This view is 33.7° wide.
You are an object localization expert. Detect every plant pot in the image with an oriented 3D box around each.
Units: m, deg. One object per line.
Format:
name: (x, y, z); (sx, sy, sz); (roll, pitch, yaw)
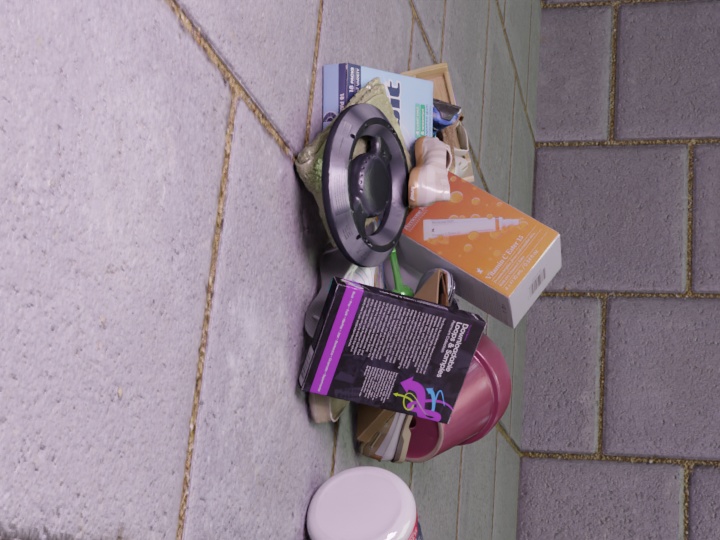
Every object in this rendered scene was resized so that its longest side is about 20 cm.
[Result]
plant pot: (0.109, 0.198, 1.829); (0.179, 0.199, 0.201); (-33, 124, -53)

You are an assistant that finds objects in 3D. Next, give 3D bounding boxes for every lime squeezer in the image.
lime squeezer: (0.047, 0.032, 1.741); (0.071, 0.038, 0.200); (50, -14, 14)

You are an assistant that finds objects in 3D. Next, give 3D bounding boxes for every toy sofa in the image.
toy sofa: (0.125, -0.227, 1.932); (0.098, 0.082, 0.201); (69, 9, -65)

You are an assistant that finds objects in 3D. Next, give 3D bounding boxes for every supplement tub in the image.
supplement tub: (0.015, 0.364, 1.535); (0.141, 0.139, 0.201); (-74, 159, -44)

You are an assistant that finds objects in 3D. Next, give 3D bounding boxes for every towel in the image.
towel: (-0.003, -0.136, 1.507); (0.200, 0.036, 0.149); (-52, 130, -38)

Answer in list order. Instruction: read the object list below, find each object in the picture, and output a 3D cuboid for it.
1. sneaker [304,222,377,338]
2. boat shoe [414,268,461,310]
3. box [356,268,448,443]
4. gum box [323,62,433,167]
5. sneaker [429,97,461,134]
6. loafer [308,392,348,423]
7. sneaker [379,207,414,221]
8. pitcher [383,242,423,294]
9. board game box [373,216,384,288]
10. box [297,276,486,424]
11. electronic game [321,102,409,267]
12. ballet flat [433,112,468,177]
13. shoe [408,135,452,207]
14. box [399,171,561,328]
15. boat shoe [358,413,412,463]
sneaker: (-0.014, 0.025, 1.529); (0.080, 0.070, 0.201); (51, 44, -39)
boat shoe: (0.113, 0.058, 1.715); (0.200, 0.070, 0.073); (113, -17, -61)
box: (0.056, 0.115, 1.603); (0.200, 0.021, 0.164); (-51, -158, 36)
gum box: (0.026, -0.182, 1.609); (0.199, 0.044, 0.171); (-1, 92, -53)
sneaker: (0.085, -0.205, 1.766); (0.200, 0.078, 0.090); (169, -66, -67)
loafer: (-0.004, 0.120, 1.543); (0.200, 0.068, 0.076); (-58, 147, -38)
sneaker: (0.037, -0.158, 1.721); (0.078, 0.077, 0.201); (-47, 134, -66)
pitcher: (0.089, -0.042, 1.868); (0.172, 0.120, 0.201); (51, 29, -81)
board game box: (0.000, 0.000, 1.668); (0.134, 0.034, 0.201); (-51, 139, -67)
box: (0.039, 0.100, 1.449); (0.036, 0.199, 0.144); (-119, -133, -68)
electronic game: (0.007, -0.104, 1.457); (0.200, 0.041, 0.202); (1, 89, -62)
ballet flat: (0.133, -0.178, 1.802); (0.071, 0.065, 0.201); (117, -17, -52)
shoe: (0.098, -0.129, 1.569); (0.200, 0.053, 0.070); (-72, 158, -65)
box: (0.169, -0.032, 1.691); (0.125, 0.199, 0.098); (-50, 153, -17)
boat shoe: (0.042, 0.181, 1.695); (0.075, 0.068, 0.201); (-118, -145, -73)
